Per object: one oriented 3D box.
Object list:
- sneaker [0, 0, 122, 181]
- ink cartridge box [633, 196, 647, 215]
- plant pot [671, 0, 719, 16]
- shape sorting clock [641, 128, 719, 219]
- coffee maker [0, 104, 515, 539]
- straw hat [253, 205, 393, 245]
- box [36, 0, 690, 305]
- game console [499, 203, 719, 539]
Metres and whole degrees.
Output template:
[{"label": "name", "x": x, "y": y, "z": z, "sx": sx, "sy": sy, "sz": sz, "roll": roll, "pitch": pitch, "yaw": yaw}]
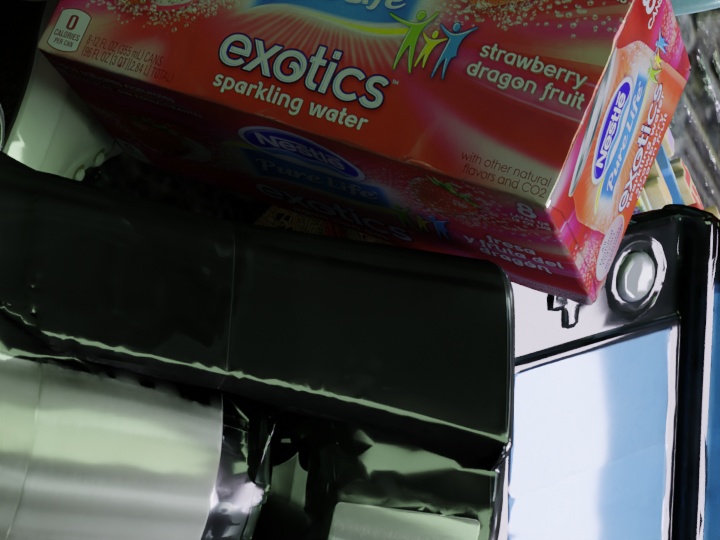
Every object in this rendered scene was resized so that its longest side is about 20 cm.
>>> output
[{"label": "sneaker", "x": -0.107, "y": -0.057, "z": 0.988, "sx": 0.085, "sy": 0.073, "sz": 0.200, "roll": 38, "pitch": 56, "yaw": -29}, {"label": "ink cartridge box", "x": 0.083, "y": -0.027, "z": 1.060, "sx": 0.050, "sy": 0.109, "sz": 0.200, "roll": -26, "pitch": 102, "yaw": 0}, {"label": "plant pot", "x": 0.125, "y": -0.218, "z": 1.177, "sx": 0.200, "sy": 0.200, "sz": 0.189, "roll": -29, "pitch": 117, "yaw": -43}, {"label": "shape sorting clock", "x": 0.146, "y": -0.018, "z": 1.193, "sx": 0.200, "sy": 0.039, "sz": 0.200, "roll": -23, "pitch": 90, "yaw": -82}, {"label": "coffee maker", "x": -0.053, "y": 0.026, "z": 0.877, "sx": 0.199, "sy": 0.135, "sz": 0.193, "roll": 11, "pitch": 87, "yaw": -21}, {"label": "straw hat", "x": 0.000, "y": 0.000, "z": 1.063, "sx": 0.201, "sy": 0.085, "sz": 0.201, "roll": 51, "pitch": 26, "yaw": -38}, {"label": "box", "x": 0.003, "y": -0.074, "z": 0.913, "sx": 0.100, "sy": 0.200, "sz": 0.096, "roll": -65, "pitch": 158, "yaw": -15}, {"label": "game console", "x": 0.133, "y": 0.086, "z": 0.969, "sx": 0.172, "sy": 0.119, "sz": 0.201, "roll": -14, "pitch": 112, "yaw": -39}]
